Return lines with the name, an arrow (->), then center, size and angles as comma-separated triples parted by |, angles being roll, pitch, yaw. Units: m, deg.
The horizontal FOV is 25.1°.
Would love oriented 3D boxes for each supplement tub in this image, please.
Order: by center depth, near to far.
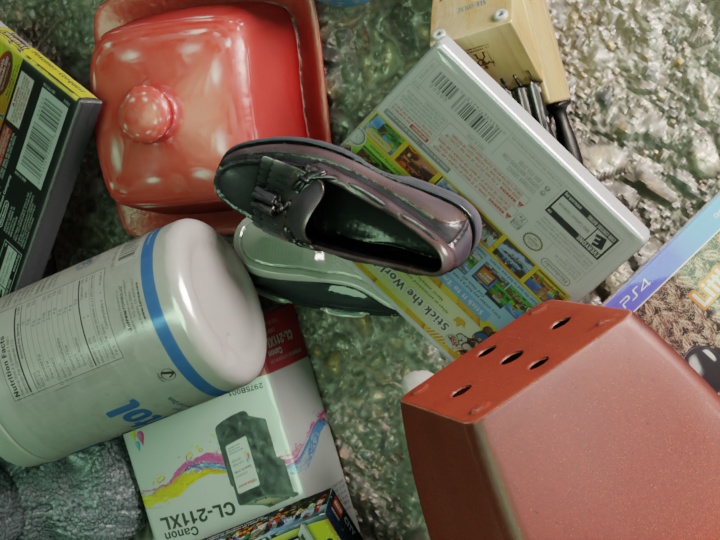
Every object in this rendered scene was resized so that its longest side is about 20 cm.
supplement tub -> -0.183, 0.054, 1.197 | 0.200, 0.132, 0.132 | -23, 89, 19

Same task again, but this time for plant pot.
plant pot -> 0.141, 0.130, 1.083 | 0.200, 0.200, 0.177 | -32, 102, -15

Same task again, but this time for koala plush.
koala plush -> -0.294, 0.182, 1.295 | 0.183, 0.200, 0.178 | 11, 102, 38

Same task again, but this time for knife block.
knife block -> 0.114, -0.148, 1.198 | 0.064, 0.176, 0.200 | -14, 48, 21

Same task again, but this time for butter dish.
butter dish -> -0.135, -0.121, 1.241 | 0.199, 0.148, 0.201 | -4, 96, 20

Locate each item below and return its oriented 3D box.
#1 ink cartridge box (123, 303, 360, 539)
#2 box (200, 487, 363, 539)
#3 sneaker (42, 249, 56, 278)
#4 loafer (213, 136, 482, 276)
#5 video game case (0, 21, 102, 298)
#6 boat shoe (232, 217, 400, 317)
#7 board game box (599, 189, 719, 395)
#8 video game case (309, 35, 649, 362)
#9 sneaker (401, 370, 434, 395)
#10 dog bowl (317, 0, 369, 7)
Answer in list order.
ink cartridge box -> -0.103, 0.143, 1.301 | 0.145, 0.083, 0.201 | -17, 91, 21
box -> -0.035, 0.277, 1.247 | 0.136, 0.038, 0.200 | -23, 108, 19
sneaker -> -0.286, -0.048, 1.335 | 0.084, 0.074, 0.201 | -12, 93, 45
loafer -> -0.016, -0.043, 1.137 | 0.199, 0.063, 0.072 | 15, 121, 14
video game case -> -0.295, -0.088, 1.287 | 0.181, 0.025, 0.200 | 38, 116, 32
boat shoe -> 0.000, 0.000, 1.253 | 0.199, 0.060, 0.076 | 15, 65, 4
board game box -> 0.294, 0.042, 1.129 | 0.200, 0.097, 0.159 | 46, 110, 9
video game case -> 0.074, -0.037, 1.157 | 0.200, 0.023, 0.182 | 43, 122, -4
sneaker -> 0.117, 0.125, 1.204 | 0.088, 0.075, 0.200 | -44, 113, 10
dog bowl -> 0.021, -0.272, 1.188 | 0.200, 0.050, 0.112 | -38, 57, 12
